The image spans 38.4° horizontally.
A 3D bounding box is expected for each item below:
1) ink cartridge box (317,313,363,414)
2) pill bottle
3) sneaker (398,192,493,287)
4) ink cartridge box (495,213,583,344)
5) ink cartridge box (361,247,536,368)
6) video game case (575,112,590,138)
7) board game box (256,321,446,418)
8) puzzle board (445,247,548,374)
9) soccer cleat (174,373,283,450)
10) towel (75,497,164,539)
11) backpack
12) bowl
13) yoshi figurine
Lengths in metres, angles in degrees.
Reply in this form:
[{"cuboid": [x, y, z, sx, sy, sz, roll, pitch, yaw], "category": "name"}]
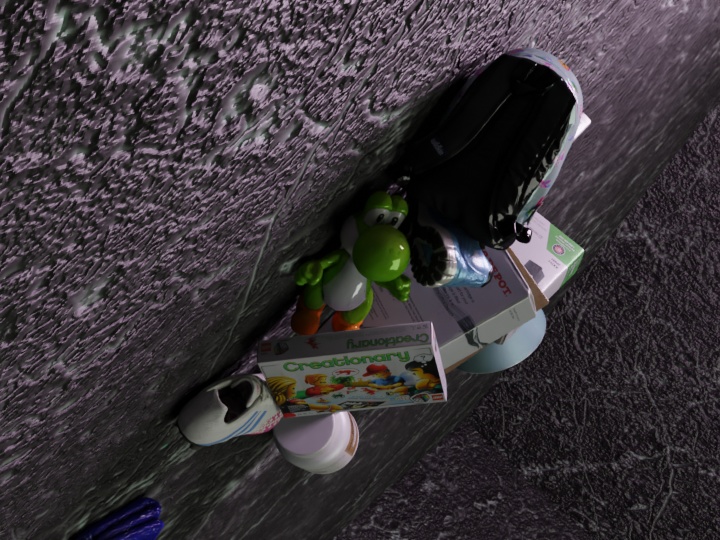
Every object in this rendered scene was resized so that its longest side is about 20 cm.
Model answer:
[{"cuboid": [0.003, 0.092, 1.410, 0.200, 0.068, 0.116, -46, 155, -7], "category": "ink cartridge box"}, {"cuboid": [-0.068, 0.236, 1.521, 0.114, 0.114, 0.200, -46, 165, -6], "category": "pill bottle"}, {"cuboid": [0.093, -0.032, 1.177, 0.079, 0.090, 0.200, -65, -156, 24], "category": "sneaker"}, {"cuboid": [0.250, 0.002, 1.727, 0.200, 0.147, 0.083, -43, 162, -22], "category": "ink cartridge box"}, {"cuboid": [0.100, 0.036, 1.292, 0.200, 0.147, 0.083, -29, 154, 4], "category": "ink cartridge box"}, {"cuboid": [0.206, -0.117, 1.402, 0.182, 0.023, 0.200, -43, -179, -34], "category": "video game case"}, {"cuboid": [-0.007, 0.116, 1.189, 0.199, 0.035, 0.126, -7, 141, 9], "category": "board game box"}, {"cuboid": [0.147, 0.042, 1.490, 0.200, 0.151, 0.017, -36, -176, 7], "category": "puzzle board"}, {"cuboid": [-0.129, 0.153, 1.205, 0.086, 0.070, 0.200, -44, 167, 26], "category": "soccer cleat"}, {"cuboid": [-0.329, 0.375, 1.269, 0.200, 0.050, 0.148, -55, 165, 26], "category": "towel"}, {"cuboid": [0.151, -0.144, 1.119, 0.200, 0.167, 0.127, -59, 180, 23], "category": "backpack"}, {"cuboid": [0.217, 0.074, 1.825, 0.201, 0.201, 0.105, -42, 131, -21], "category": "bowl"}, {"cuboid": [-0.004, 0.008, 1.134, 0.112, 0.112, 0.200, -21, 148, -47], "category": "yoshi figurine"}]
